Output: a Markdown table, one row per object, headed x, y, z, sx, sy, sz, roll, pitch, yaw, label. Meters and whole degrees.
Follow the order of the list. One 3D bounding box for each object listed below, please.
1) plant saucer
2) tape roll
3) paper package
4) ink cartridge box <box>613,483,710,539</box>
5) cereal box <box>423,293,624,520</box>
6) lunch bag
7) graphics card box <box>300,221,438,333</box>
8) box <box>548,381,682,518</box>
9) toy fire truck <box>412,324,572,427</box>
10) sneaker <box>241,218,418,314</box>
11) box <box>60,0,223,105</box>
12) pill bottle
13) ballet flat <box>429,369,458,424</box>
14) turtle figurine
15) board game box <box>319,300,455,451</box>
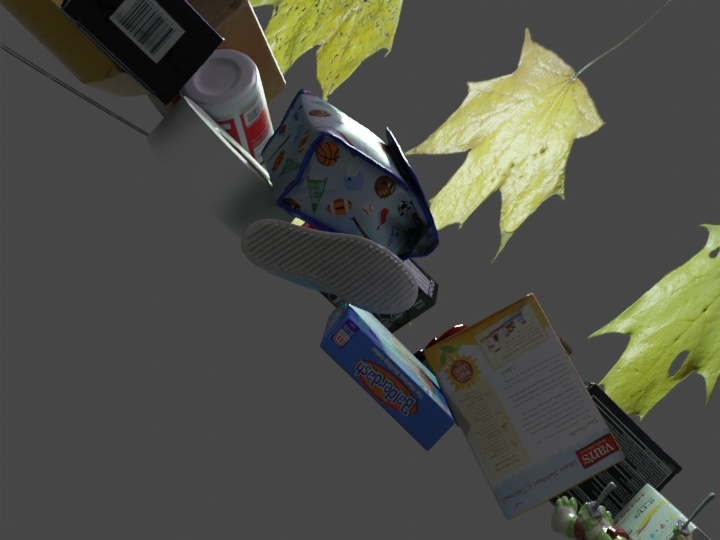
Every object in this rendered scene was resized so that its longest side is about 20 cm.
| x | y | z | sx | sy | sz | roll | pitch | yaw | label |
| --- | --- | --- | --- | --- | --- | --- | --- | --- | --- |
| -0.350 | -0.285 | 0.900 | 0.200 | 0.048 | 0.200 | 45 | 4 | -6 | plant saucer |
| -0.167 | -0.118 | 0.919 | 0.202 | 0.071 | 0.202 | 45 | 4 | -4 | tape roll |
| -0.230 | -0.303 | 1.119 | 0.103 | 0.191 | 0.200 | 41 | -9 | 24 | paper package |
| 0.441 | 0.430 | 1.058 | 0.145 | 0.145 | 0.200 | 44 | 3 | 3 | ink cartridge box |
| 0.175 | 0.147 | 0.818 | 0.202 | 0.142 | 0.040 | 64 | 2 | 17 | cereal box |
| -0.002 | -0.108 | 0.889 | 0.198 | 0.124 | 0.171 | 29 | 20 | -25 | lunch bag |
| 0.000 | 0.000 | 1.039 | 0.200 | 0.125 | 0.051 | 44 | 32 | -18 | graphics card box |
| 0.404 | 0.335 | 1.297 | 0.200 | 0.198 | 0.123 | 45 | 1 | 11 | box |
| 0.193 | 0.137 | 1.100 | 0.129 | 0.200 | 0.176 | 45 | 3 | 36 | toy fire truck |
| -0.031 | -0.009 | 0.820 | 0.197 | 0.075 | 0.082 | 23 | -1 | -2 | sneaker |
| -0.261 | -0.300 | 0.880 | 0.148 | 0.104 | 0.200 | 42 | 4 | -29 | box |
| -0.184 | -0.207 | 1.076 | 0.112 | 0.112 | 0.201 | 46 | -19 | 27 | pill bottle |
| 0.139 | 0.207 | 1.007 | 0.201 | 0.057 | 0.067 | 51 | 1 | -24 | ballet flat |
| 0.344 | 0.325 | 0.955 | 0.194 | 0.141 | 0.204 | -178 | -105 | -73 | turtle figurine |
| 0.027 | 0.103 | 0.822 | 0.152 | 0.045 | 0.200 | 44 | 4 | -3 | board game box |
